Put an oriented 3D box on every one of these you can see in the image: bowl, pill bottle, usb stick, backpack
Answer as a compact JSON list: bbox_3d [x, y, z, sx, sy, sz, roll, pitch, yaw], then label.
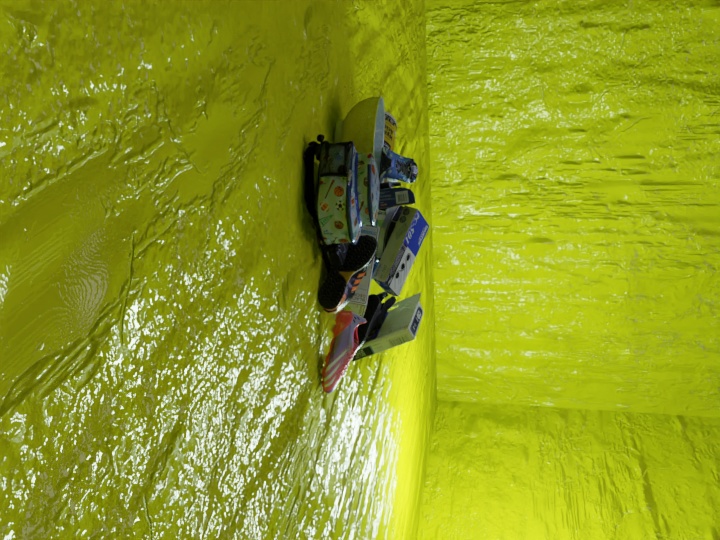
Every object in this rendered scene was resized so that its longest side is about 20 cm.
[{"bbox_3d":[-0.005,-0.315,1.632,0.200,0.104,0.207,5,90,-83],"label":"bowl"},{"bbox_3d":[0.037,-0.326,1.836,0.112,0.108,0.204,74,21,-54],"label":"pill bottle"},{"bbox_3d":[-0.036,-0.093,1.532,0.203,0.032,0.056,-75,161,-45],"label":"usb stick"},{"bbox_3d":[-0.033,-0.151,1.422,0.201,0.149,0.196,59,39,-65],"label":"backpack"}]

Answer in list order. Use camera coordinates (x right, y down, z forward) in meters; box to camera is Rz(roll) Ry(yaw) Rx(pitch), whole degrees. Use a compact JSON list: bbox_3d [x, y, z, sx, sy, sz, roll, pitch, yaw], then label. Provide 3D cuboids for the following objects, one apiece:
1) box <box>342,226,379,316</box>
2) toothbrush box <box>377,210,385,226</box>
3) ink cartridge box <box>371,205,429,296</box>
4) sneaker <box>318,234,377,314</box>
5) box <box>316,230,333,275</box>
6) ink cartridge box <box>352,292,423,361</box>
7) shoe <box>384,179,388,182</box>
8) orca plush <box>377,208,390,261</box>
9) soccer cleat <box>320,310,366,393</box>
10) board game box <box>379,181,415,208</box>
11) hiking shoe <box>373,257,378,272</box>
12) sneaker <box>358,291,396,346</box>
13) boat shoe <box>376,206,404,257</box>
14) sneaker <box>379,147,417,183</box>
[{"bbox_3d":[0.000,0.000,1.686,0.117,0.058,0.206,103,-4,-74],"label":"box"},{"bbox_3d":[0.074,-0.093,2.096,0.145,0.083,0.207,1,89,-78],"label":"toothbrush box"},{"bbox_3d":[0.102,-0.048,1.694,0.204,0.043,0.094,-65,147,-12],"label":"ink cartridge box"},{"bbox_3d":[-0.027,0.011,1.559,0.202,0.069,0.090,-56,165,-13],"label":"sneaker"},{"bbox_3d":[-0.056,-0.072,1.597,0.202,0.035,0.146,79,17,-51],"label":"box"},{"bbox_3d":[0.074,0.152,1.839,0.044,0.194,0.201,59,27,-16],"label":"ink cartridge box"},{"bbox_3d":[0.068,-0.237,1.904,0.201,0.052,0.071,-53,-156,38],"label":"shoe"},{"bbox_3d":[0.062,-0.087,1.835,0.071,0.103,0.205,-47,-137,45],"label":"orca plush"},{"bbox_3d":[-0.041,0.190,1.535,0.067,0.074,0.206,-46,149,-73],"label":"soccer cleat"},{"bbox_3d":[0.034,-0.189,1.729,0.200,0.194,0.064,-97,179,-82],"label":"board game box"},{"bbox_3d":[0.013,-0.009,1.893,0.200,0.073,0.089,-14,125,-76],"label":"hiking shoe"},{"bbox_3d":[0.022,0.138,1.773,0.203,0.059,0.104,-60,157,-10],"label":"sneaker"},{"bbox_3d":[0.091,-0.100,1.756,0.201,0.066,0.075,-62,161,-52],"label":"boat shoe"},{"bbox_3d":[0.100,-0.264,1.713,0.200,0.087,0.081,-13,109,-74],"label":"sneaker"}]
